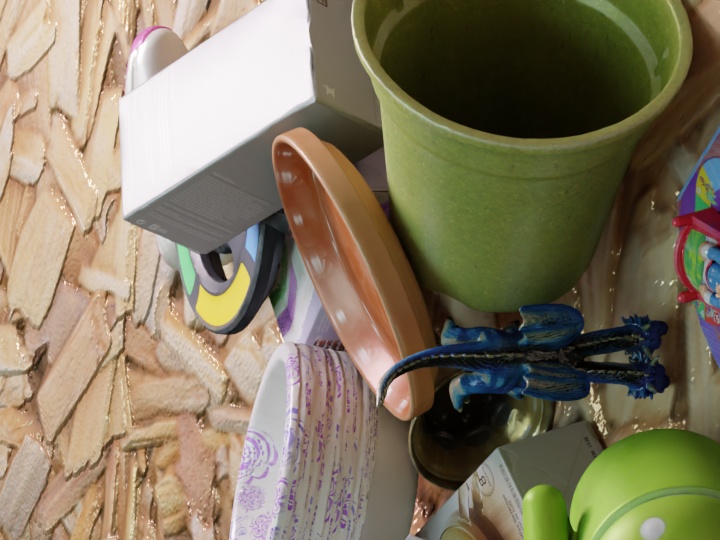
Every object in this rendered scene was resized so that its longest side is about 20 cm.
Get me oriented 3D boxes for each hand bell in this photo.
[{"bbox_3d":[0.047,0.052,1.722,0.200,0.104,0.105,-123,34,-51],"label":"hand bell"}]

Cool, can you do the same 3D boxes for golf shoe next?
[{"bbox_3d":[-0.129,-0.099,1.972,0.091,0.075,0.201,-3,104,48],"label":"golf shoe"}]

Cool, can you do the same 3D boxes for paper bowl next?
[{"bbox_3d":[-0.024,0.156,1.724,0.201,0.104,0.202,-169,90,-78],"label":"paper bowl"}]

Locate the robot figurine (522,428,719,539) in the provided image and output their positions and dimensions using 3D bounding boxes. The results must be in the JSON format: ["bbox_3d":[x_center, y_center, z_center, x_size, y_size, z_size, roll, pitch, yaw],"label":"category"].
[{"bbox_3d":[0.183,0.165,1.440,0.200,0.174,0.116,-88,-5,-73],"label":"robot figurine"}]

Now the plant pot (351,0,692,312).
[{"bbox_3d":[0.088,-0.081,1.503,0.201,0.200,0.185,54,153,34],"label":"plant pot"}]

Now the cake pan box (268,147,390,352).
[{"bbox_3d":[-0.025,-0.058,1.782,0.200,0.052,0.185,114,145,-44],"label":"cake pan box"}]

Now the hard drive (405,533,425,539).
[{"bbox_3d":[0.115,0.249,1.585,0.199,0.027,0.132,21,141,15],"label":"hard drive"}]

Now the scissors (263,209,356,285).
[{"bbox_3d":[-0.034,-0.029,1.708,0.200,0.014,0.073,43,138,32],"label":"scissors"}]

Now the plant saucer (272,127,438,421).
[{"bbox_3d":[0.000,0.000,1.590,0.201,0.032,0.201,61,168,23],"label":"plant saucer"}]

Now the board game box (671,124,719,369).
[{"bbox_3d":[0.210,0.001,1.406,0.200,0.039,0.159,112,141,-61],"label":"board game box"}]

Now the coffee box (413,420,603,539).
[{"bbox_3d":[0.104,0.200,1.664,0.113,0.079,0.200,64,148,20],"label":"coffee box"}]

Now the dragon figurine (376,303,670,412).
[{"bbox_3d":[0.103,0.052,1.496,0.099,0.199,0.059,-11,80,46],"label":"dragon figurine"}]

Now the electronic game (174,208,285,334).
[{"bbox_3d":[-0.102,-0.052,1.849,0.200,0.041,0.201,179,90,-67],"label":"electronic game"}]

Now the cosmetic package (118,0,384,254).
[{"bbox_3d":[-0.073,-0.104,1.696,0.199,0.090,0.107,-25,54,35],"label":"cosmetic package"}]
